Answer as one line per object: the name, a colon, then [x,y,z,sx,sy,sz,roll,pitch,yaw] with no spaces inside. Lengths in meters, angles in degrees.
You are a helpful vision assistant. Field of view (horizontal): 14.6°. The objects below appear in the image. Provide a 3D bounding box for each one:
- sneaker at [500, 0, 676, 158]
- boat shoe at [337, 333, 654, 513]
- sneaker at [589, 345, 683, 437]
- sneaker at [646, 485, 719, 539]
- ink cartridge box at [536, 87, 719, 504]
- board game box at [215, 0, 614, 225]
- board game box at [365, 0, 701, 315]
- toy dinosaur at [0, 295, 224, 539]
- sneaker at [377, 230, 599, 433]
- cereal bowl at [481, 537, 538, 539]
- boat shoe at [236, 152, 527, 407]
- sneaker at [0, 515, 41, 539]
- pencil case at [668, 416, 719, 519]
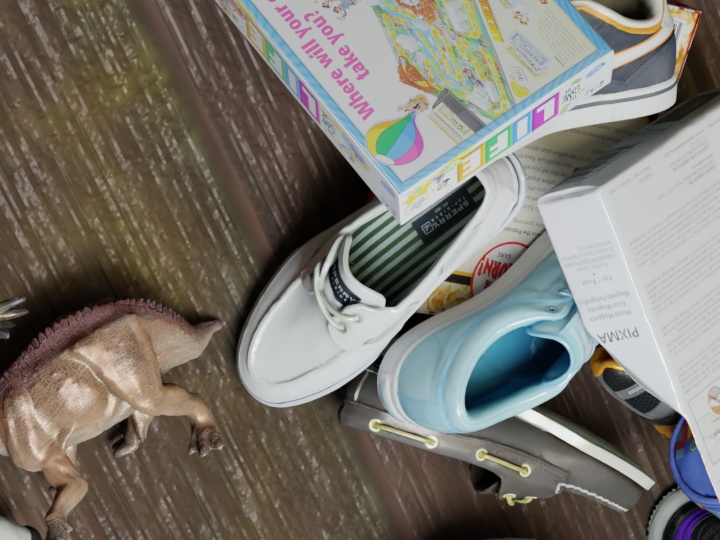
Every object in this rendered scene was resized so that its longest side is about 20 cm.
sneaker: [0.078,-0.109,1.468,0.200,0.078,0.080,-18,119,-30]
boat shoe: [0.077,0.098,1.600,0.201,0.072,0.061,27,91,-24]
sneaker: [0.205,0.001,1.629,0.077,0.078,0.200,24,96,-27]
sneaker: [0.237,0.232,1.710,0.069,0.100,0.200,-30,118,-12]
ink cartridge box: [0.189,0.019,1.534,0.162,0.057,0.201,-32,109,-45]
board game box: [0.014,-0.137,1.421,0.134,0.200,0.034,-34,159,-13]
board game box: [0.090,-0.068,1.560,0.151,0.046,0.201,11,102,-30]
toy dinosaur: [-0.153,0.053,1.461,0.200,0.086,0.136,-30,112,-21]
sneaker: [0.109,0.032,1.524,0.200,0.082,0.074,-36,120,-20]
cereal bowl: [0.112,0.250,1.597,0.200,0.083,0.201,-7,90,-67]
boat shoe: [0.000,0.000,1.490,0.200,0.067,0.074,-45,81,18]
sneaker: [-0.216,0.212,1.482,0.115,0.081,0.200,20,96,-29]
pencil case: [0.266,0.135,1.651,0.087,0.078,0.200,-33,137,24]
